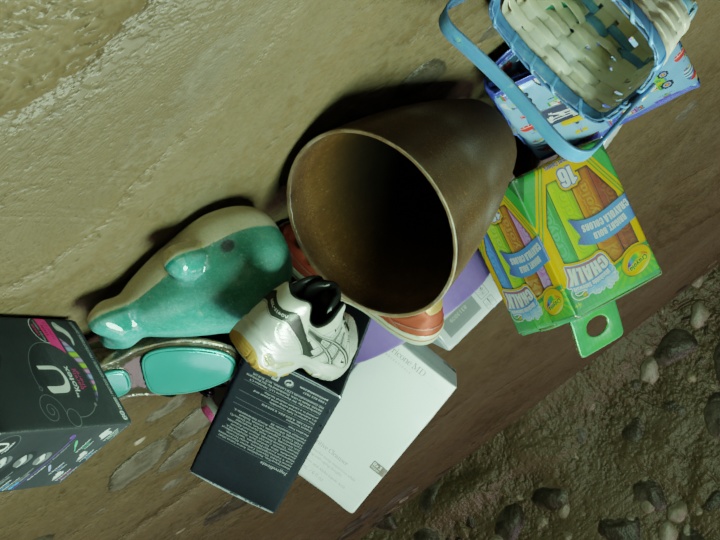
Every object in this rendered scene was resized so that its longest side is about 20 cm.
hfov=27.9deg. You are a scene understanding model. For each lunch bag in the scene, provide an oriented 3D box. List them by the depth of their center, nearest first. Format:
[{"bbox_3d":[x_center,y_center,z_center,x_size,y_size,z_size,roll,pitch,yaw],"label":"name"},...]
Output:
[{"bbox_3d":[0.218,-0.198,1.454,0.199,0.095,0.150,-32,149,13],"label":"lunch bag"}]

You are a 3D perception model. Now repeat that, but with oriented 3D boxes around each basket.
[{"bbox_3d":[0.185,-0.200,1.258,0.200,0.177,0.139,-36,172,-37],"label":"basket"}]

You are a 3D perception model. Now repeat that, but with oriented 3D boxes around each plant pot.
[{"bbox_3d":[0.061,-0.085,1.387,0.200,0.187,0.187,-39,172,-45],"label":"plant pot"}]

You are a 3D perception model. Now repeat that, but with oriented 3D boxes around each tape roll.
[{"bbox_3d":[0.039,0.014,1.603,0.199,0.085,0.200,-31,-172,5],"label":"tape roll"}]

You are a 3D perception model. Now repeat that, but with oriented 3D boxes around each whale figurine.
[{"bbox_3d":[-0.153,0.026,1.358,0.199,0.104,0.159,-30,164,-9],"label":"whale figurine"}]

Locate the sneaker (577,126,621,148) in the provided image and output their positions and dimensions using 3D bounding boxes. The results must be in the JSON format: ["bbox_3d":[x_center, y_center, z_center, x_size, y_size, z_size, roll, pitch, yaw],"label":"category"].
[{"bbox_3d":[0.292,-0.191,1.676,0.099,0.078,0.200,-21,160,-49],"label":"sneaker"}]

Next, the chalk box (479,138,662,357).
[{"bbox_3d":[0.218,-0.012,1.519,0.124,0.201,0.124,-27,180,-26],"label":"chalk box"}]

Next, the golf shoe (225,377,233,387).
[{"bbox_3d":[-0.112,0.149,1.664,0.073,0.092,0.201,-47,142,-29],"label":"golf shoe"}]

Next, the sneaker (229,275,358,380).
[{"bbox_3d":[-0.037,0.049,1.343,0.088,0.076,0.200,-49,164,16],"label":"sneaker"}]

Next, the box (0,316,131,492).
[{"bbox_3d":[-0.314,0.117,1.267,0.106,0.123,0.200,-39,164,17],"label":"box"}]

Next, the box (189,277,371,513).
[{"bbox_3d":[-0.081,0.125,1.502,0.201,0.104,0.148,-61,-176,38],"label":"box"}]

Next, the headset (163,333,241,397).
[{"bbox_3d":[-0.186,0.075,1.536,0.123,0.094,0.201,-27,147,-9],"label":"headset"}]

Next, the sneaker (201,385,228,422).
[{"bbox_3d":[-0.111,0.123,1.777,0.199,0.081,0.088,-31,161,-36],"label":"sneaker"}]

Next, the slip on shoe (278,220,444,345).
[{"bbox_3d":[0.000,0.000,1.448,0.074,0.199,0.061,-43,156,-41],"label":"slip on shoe"}]

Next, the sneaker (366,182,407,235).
[{"bbox_3d":[0.052,-0.079,1.538,0.200,0.076,0.104,-36,-175,-35],"label":"sneaker"}]

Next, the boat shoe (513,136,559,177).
[{"bbox_3d":[0.206,-0.151,1.617,0.066,0.074,0.200,-25,162,-11],"label":"boat shoe"}]

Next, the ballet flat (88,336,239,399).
[{"bbox_3d":[-0.219,0.087,1.416,0.198,0.067,0.069,-9,128,-13],"label":"ballet flat"}]

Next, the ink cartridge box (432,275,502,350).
[{"bbox_3d":[0.116,0.011,1.732,0.160,0.047,0.200,-44,-164,-8],"label":"ink cartridge box"}]

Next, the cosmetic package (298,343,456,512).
[{"bbox_3d":[0.011,0.166,1.692,0.201,0.113,0.081,-53,-176,13],"label":"cosmetic package"}]
